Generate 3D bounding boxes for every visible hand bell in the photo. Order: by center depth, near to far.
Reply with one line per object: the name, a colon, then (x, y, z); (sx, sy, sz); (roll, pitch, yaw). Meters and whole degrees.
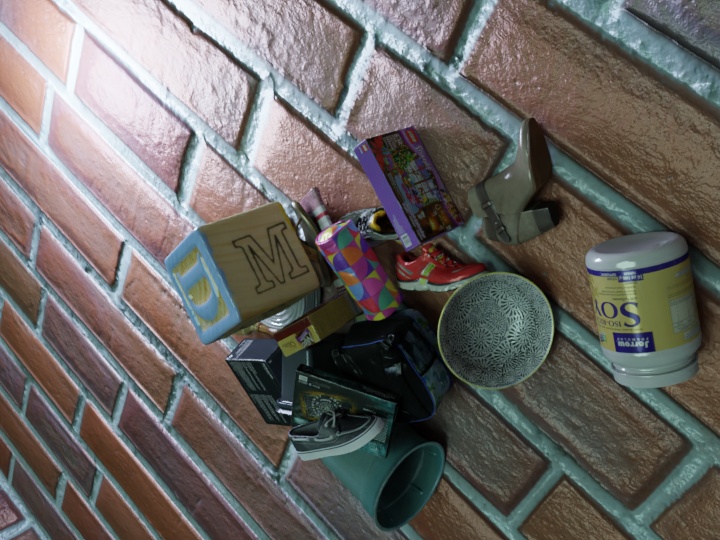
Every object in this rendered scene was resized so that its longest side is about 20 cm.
hand bell: (-0.224, 0.132, 1.821); (0.199, 0.104, 0.105); (15, 116, 24)

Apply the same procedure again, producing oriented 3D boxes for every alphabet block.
alphabet block: (-0.235, 0.005, 1.579); (0.195, 0.199, 0.197); (-30, 85, 52)

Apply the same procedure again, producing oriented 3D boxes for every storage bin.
storage bin: (-0.083, 0.207, 1.651); (0.145, 0.199, 0.136); (1, 96, 41)

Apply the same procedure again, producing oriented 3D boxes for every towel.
towel: (-0.063, -0.060, 1.590); (0.201, 0.023, 0.144); (66, 164, -1)

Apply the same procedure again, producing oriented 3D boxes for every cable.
cable: (-0.175, 0.030, 1.734); (0.199, 0.069, 0.202); (20, 119, 34)

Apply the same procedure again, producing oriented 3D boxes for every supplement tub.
supplement tub: (0.417, 0.056, 1.175); (0.145, 0.145, 0.202); (-5, 103, 42)

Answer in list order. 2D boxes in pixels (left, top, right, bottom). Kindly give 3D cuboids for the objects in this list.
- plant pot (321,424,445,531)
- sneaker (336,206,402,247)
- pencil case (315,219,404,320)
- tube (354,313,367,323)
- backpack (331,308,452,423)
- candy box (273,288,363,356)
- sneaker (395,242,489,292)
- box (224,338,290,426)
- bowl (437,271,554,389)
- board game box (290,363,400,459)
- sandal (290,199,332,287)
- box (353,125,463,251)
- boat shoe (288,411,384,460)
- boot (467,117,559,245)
plant pot: (0.033, 0.384, 1.619); (0.196, 0.199, 0.202); (29, 124, 39)
sneaker: (0.032, -0.091, 1.486); (0.199, 0.082, 0.078); (-1, 74, 38)
pencil case: (0.000, 0.000, 1.477); (0.088, 0.088, 0.201); (-16, 117, 43)
tube: (0.004, 0.189, 1.611); (0.058, 0.052, 0.202); (-7, 79, 30)
backpack: (0.076, 0.178, 1.511); (0.182, 0.147, 0.201); (-16, 114, 44)
candy box: (-0.063, 0.090, 1.570); (0.116, 0.200, 0.057); (-28, 91, 43)
sneaker: (0.138, -0.007, 1.446); (0.199, 0.077, 0.086); (-2, 100, 41)
box: (-0.190, 0.251, 1.788); (0.140, 0.079, 0.201); (-1, 126, 44)
bowl: (0.221, 0.094, 1.374); (0.094, 0.199, 0.202); (-121, 17, -79)
board game box: (-0.032, 0.263, 1.493); (0.199, 0.028, 0.136); (17, 120, 13)
sandal: (-0.107, -0.045, 1.613); (0.080, 0.054, 0.201); (41, 151, 54)
box: (0.086, -0.146, 1.392); (0.039, 0.136, 0.201); (-30, 86, 44)
boat shoe: (-0.049, 0.290, 1.459); (0.199, 0.072, 0.068); (-22, 108, 36)
boot: (0.241, -0.138, 1.309); (0.146, 0.070, 0.202); (-4, 103, 44)
